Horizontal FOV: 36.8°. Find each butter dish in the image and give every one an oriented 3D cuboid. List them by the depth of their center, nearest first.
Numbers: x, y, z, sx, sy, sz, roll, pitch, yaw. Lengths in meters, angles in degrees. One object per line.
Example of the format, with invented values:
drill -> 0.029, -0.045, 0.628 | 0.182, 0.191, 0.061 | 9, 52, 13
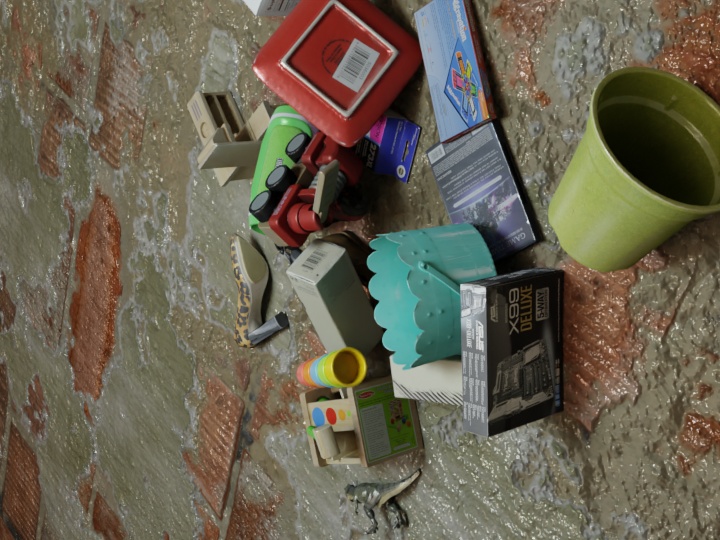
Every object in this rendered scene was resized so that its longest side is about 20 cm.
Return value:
butter dish -> -0.037, -0.302, 1.640 | 0.199, 0.201, 0.148 | 38, 170, -1

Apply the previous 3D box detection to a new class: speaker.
speaker -> -0.123, -0.158, 1.739 | 0.088, 0.088, 0.202 | -5, 69, 50

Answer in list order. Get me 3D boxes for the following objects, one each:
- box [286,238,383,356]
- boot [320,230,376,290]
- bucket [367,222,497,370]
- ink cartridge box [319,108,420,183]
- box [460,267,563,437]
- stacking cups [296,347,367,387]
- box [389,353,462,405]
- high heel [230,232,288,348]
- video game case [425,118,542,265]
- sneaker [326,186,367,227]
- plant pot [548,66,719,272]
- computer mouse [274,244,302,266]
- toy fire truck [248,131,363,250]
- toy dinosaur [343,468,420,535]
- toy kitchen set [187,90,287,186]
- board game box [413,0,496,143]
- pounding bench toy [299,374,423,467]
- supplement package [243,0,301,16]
box -> -0.037, 0.052, 1.693 | 0.068, 0.082, 0.201 | 21, 147, 38
boot -> 0.000, 0.000, 1.730 | 0.199, 0.075, 0.074 | 33, 120, 39
bucket -> 0.103, 0.033, 1.521 | 0.207, 0.133, 0.210 | 168, 90, -76
ink cartridge box -> 0.010, -0.220, 1.704 | 0.199, 0.037, 0.096 | 36, 124, 37
box -> 0.204, 0.105, 1.447 | 0.049, 0.157, 0.203 | 9, 104, 48
stacking cups -> -0.057, 0.157, 1.710 | 0.200, 0.060, 0.061 | -16, 85, 65
box -> 0.139, 0.155, 1.594 | 0.199, 0.082, 0.069 | -1, 99, 51
high heel -> -0.224, 0.043, 2.000 | 0.142, 0.071, 0.202 | -30, 84, 42
video game case -> 0.172, -0.110, 1.546 | 0.142, 0.019, 0.202 | -31, 75, 48
sneaker -> -0.058, -0.103, 1.779 | 0.200, 0.070, 0.099 | 24, 115, 47
plant pot -> 0.317, -0.100, 1.267 | 0.202, 0.199, 0.185 | 60, 148, 22
computer mouse -> -0.092, -0.020, 1.827 | 0.201, 0.046, 0.141 | 56, 165, 30
toy fire truck -> -0.058, -0.131, 1.600 | 0.199, 0.129, 0.177 | 1, 54, 50
toy dinosaur -> 0.033, 0.388, 1.797 | 0.199, 0.047, 0.089 | -23, 73, 46
toy kitchen set -> -0.233, -0.269, 1.878 | 0.200, 0.162, 0.182 | -42, 66, 45
board game box -> 0.133, -0.294, 1.539 | 0.103, 0.019, 0.202 | -22, 75, 51
pounding bench toy -> -0.032, 0.247, 1.721 | 0.155, 0.199, 0.126 | -13, 89, 49
supplement package -> -0.089, -0.465, 1.638 | 0.117, 0.199, 0.118 | 53, 133, 28
